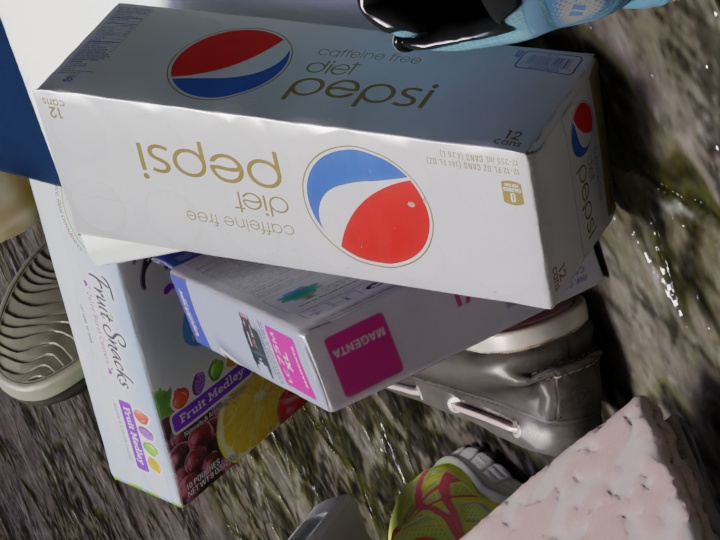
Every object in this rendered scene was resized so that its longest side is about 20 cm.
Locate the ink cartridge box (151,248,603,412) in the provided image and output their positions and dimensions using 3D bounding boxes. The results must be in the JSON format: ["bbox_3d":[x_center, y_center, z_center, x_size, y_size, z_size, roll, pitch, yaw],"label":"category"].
[{"bbox_3d":[0.000,0.000,1.022,0.200,0.119,0.042,24,136,67],"label":"ink cartridge box"}]

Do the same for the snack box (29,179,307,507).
[{"bbox_3d":[-0.071,-0.011,1.187,0.053,0.142,0.201,19,135,36],"label":"snack box"}]

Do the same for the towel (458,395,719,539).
[{"bbox_3d":[0.061,0.164,0.864,0.032,0.191,0.200,33,-155,-32],"label":"towel"}]

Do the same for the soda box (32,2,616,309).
[{"bbox_3d":[-0.013,-0.044,0.923,0.199,0.064,0.068,9,131,28],"label":"soda box"}]

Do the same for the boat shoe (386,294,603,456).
[{"bbox_3d":[0.038,0.037,1.049,0.200,0.067,0.057,11,118,67],"label":"boat shoe"}]

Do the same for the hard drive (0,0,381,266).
[{"bbox_3d":[-0.040,-0.079,0.988,0.199,0.027,0.132,-10,107,31],"label":"hard drive"}]

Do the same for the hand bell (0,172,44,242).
[{"bbox_3d":[-0.179,-0.113,1.088,0.104,0.104,0.200,55,154,37],"label":"hand bell"}]

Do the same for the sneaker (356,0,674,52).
[{"bbox_3d":[0.030,-0.112,0.827,0.200,0.090,0.079,17,128,69],"label":"sneaker"}]

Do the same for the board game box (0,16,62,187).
[{"bbox_3d":[-0.112,-0.111,1.076,0.039,0.199,0.159,6,83,58],"label":"board game box"}]

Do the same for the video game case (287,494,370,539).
[{"bbox_3d":[0.014,0.205,1.112,0.182,0.023,0.201,-33,-79,-81],"label":"video game case"}]

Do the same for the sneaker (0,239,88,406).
[{"bbox_3d":[-0.101,0.012,1.282,0.075,0.200,0.106,21,146,28],"label":"sneaker"}]

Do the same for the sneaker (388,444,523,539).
[{"bbox_3d":[0.036,0.129,1.133,0.078,0.090,0.200,66,166,-2],"label":"sneaker"}]
